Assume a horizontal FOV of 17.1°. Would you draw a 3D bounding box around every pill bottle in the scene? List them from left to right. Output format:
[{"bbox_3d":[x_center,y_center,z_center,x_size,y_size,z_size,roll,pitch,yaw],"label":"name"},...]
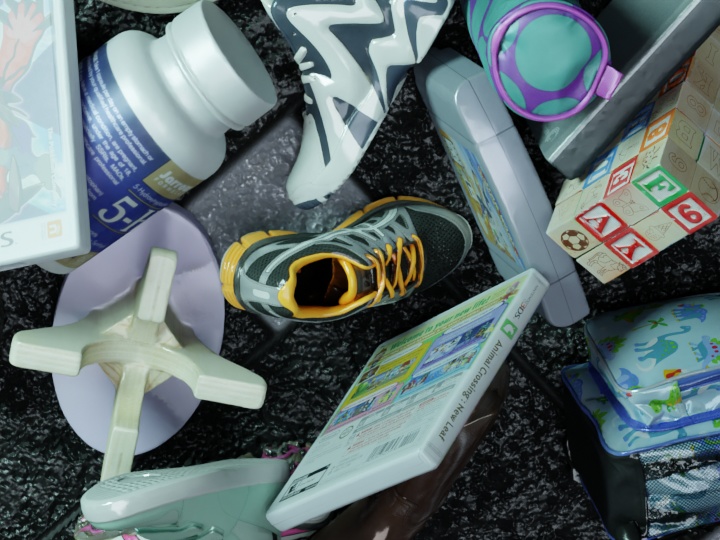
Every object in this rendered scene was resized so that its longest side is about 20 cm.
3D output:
[{"bbox_3d":[-0.164,-0.098,1.685,0.200,0.120,0.120,-34,109,14],"label":"pill bottle"}]

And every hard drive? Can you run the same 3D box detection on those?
[{"bbox_3d":[0.196,-0.162,1.686,0.033,0.140,0.200,38,103,-17],"label":"hard drive"}]

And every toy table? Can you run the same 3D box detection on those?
[{"bbox_3d":[-0.162,0.060,1.753,0.183,0.117,0.201,0,109,-4],"label":"toy table"}]

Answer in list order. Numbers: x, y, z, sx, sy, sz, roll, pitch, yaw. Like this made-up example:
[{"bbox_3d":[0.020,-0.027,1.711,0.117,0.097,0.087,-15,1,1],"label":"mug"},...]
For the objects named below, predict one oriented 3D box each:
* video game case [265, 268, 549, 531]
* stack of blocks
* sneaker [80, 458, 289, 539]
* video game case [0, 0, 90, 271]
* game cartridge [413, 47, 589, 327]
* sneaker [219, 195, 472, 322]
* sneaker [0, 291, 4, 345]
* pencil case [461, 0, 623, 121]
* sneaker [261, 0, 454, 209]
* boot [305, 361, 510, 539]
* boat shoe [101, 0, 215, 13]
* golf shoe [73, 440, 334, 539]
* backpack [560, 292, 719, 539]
[{"bbox_3d":[0.033,0.093,1.692,0.022,0.182,0.200,44,144,-13],"label":"video game case"},{"bbox_3d":[0.211,-0.099,1.680,0.059,0.200,0.115,39,137,-17],"label":"stack of blocks"},{"bbox_3d":[-0.117,0.199,1.700,0.074,0.200,0.119,-2,89,38],"label":"sneaker"},{"bbox_3d":[-0.276,-0.094,1.653,0.181,0.023,0.201,-11,75,20],"label":"video game case"},{"bbox_3d":[0.101,-0.059,1.720,0.041,0.133,0.201,-25,109,-2],"label":"game cartridge"},{"bbox_3d":[0.000,0.000,1.742,0.199,0.077,0.079,-15,111,-27],"label":"sneaker"},{"bbox_3d":[-0.319,-0.004,1.749,0.086,0.080,0.201,-7,103,11],"label":"sneaker"},{"bbox_3d":[0.121,-0.165,1.647,0.092,0.200,0.085,25,106,-10],"label":"pencil case"},{"bbox_3d":[-0.032,-0.151,1.711,0.129,0.080,0.200,32,117,-2],"label":"sneaker"},{"bbox_3d":[0.027,0.161,1.738,0.064,0.186,0.200,39,144,5],"label":"boot"},{"bbox_3d":[-0.106,-0.233,1.682,0.199,0.063,0.073,-9,128,19],"label":"boat shoe"},{"bbox_3d":[-0.117,0.199,1.829,0.199,0.073,0.092,-12,112,0],"label":"golf shoe"},{"bbox_3d":[0.260,0.103,1.766,0.199,0.183,0.148,-8,112,-7],"label":"backpack"}]
